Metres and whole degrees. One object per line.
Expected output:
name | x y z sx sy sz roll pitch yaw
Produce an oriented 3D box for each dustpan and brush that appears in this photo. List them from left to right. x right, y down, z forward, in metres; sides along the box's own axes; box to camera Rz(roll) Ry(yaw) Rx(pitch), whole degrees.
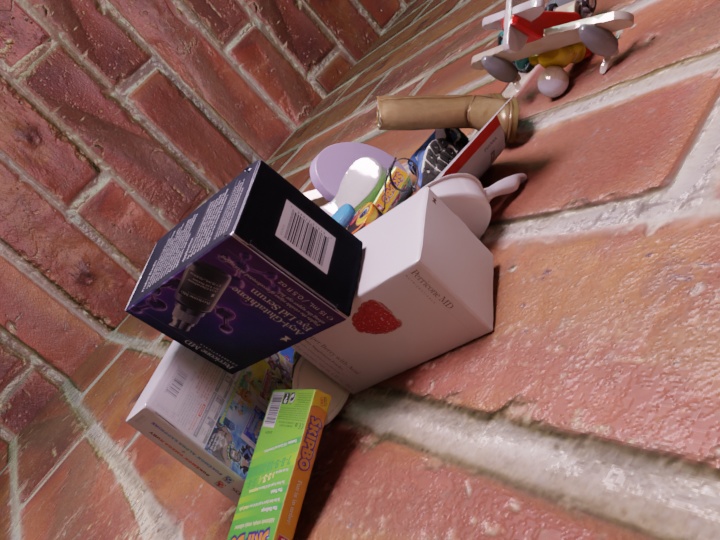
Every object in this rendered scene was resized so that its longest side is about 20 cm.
dustpan and brush | 0.132 -0.075 0.772 0.199 0.140 0.057 -18 51 -16

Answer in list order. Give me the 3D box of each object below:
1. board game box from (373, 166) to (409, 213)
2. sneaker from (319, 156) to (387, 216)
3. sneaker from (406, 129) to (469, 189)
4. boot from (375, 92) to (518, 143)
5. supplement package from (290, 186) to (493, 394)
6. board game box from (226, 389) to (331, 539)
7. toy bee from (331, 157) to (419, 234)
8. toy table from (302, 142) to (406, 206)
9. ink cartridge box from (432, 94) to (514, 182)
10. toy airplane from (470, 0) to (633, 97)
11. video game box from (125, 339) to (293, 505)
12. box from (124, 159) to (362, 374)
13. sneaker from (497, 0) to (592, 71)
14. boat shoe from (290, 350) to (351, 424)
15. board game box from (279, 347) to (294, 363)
board game box | 0.042 -0.094 0.936 0.096 0.030 0.200 -59 -3 5
sneaker | -0.027 -0.077 0.956 0.200 0.075 0.088 -44 -19 11
sneaker | 0.121 -0.168 1.018 0.089 0.078 0.200 -45 10 33
boot | 0.126 -0.232 0.961 0.198 0.067 0.175 -1 20 -2
supplement package | 0.031 0.028 0.693 0.199 0.121 0.120 -32 30 34
board game box | -0.088 0.219 0.630 0.095 0.030 0.201 -15 51 55
toy bee | -0.008 -0.046 0.771 0.109 0.130 0.201 -103 33 -69
toy table | -0.022 -0.137 1.091 0.117 0.199 0.185 -33 55 48
ink cartridge box | 0.136 -0.126 0.830 0.162 0.050 0.200 -48 1 -9
toy airplane | 0.268 -0.322 0.913 0.197 0.142 0.200 -9 10 5
video game box | -0.152 0.149 0.742 0.047 0.182 0.200 -38 20 28
box | -0.120 0.006 0.656 0.199 0.148 0.105 -30 36 38
sneaker | 0.306 -0.412 1.097 0.121 0.084 0.200 -45 11 -16
boat shoe | -0.049 0.115 0.776 0.060 0.072 0.203 -56 16 40
board game box | -0.140 0.122 0.978 0.152 0.045 0.200 -44 18 4
